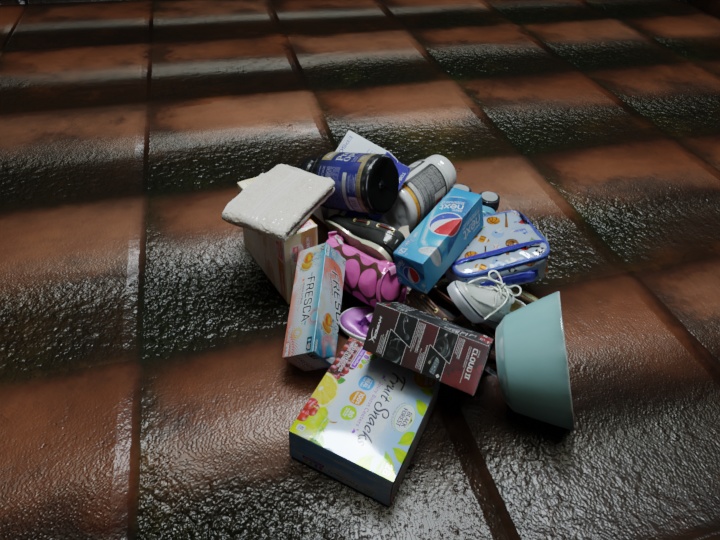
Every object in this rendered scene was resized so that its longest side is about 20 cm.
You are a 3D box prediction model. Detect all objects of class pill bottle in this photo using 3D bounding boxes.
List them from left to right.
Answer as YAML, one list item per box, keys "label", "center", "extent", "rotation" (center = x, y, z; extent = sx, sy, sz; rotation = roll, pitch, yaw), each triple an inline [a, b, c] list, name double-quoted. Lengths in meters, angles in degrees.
- label: "pill bottle"
  center: [-0.029, -0.175, 1.144]
  extent: [0.196, 0.115, 0.111]
  rotation: [12, 37, 38]
- label: "pill bottle"
  center: [0.126, -0.174, 1.288]
  extent: [0.115, 0.119, 0.199]
  rotation: [28, 46, 27]

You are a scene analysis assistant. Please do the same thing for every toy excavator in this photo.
- label: "toy excavator"
  center: [0.184, -0.088, 1.200]
  extent: [0.189, 0.102, 0.202]
  rotation: [15, 41, 13]

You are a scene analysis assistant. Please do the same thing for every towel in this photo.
- label: "towel"
  center: [-0.140, -0.128, 1.038]
  extent: [0.129, 0.035, 0.201]
  rotation: [18, 42, 17]

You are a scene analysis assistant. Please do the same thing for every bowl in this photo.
- label: "bowl"
  center: [0.266, 0.139, 0.893]
  extent: [0.102, 0.205, 0.203]
  rotation: [-6, 36, 19]

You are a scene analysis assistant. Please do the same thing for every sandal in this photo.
- label: "sandal"
  center: [0.058, 0.096, 1.017]
  extent: [0.197, 0.051, 0.083]
  rotation: [15, 41, 13]

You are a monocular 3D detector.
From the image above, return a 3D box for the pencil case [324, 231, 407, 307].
- label: "pencil case"
  center: [0.000, 0.000, 1.059]
  extent: [0.089, 0.097, 0.198]
  rotation: [-7, 23, -41]

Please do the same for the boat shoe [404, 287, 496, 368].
- label: "boat shoe"
  center: [0.165, 0.090, 0.989]
  extent: [0.196, 0.072, 0.070]
  rotation: [30, 25, 9]

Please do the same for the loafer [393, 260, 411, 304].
- label: "loafer"
  center: [0.066, -0.006, 1.121]
  extent: [0.072, 0.072, 0.200]
  rotation: [-23, 47, -28]

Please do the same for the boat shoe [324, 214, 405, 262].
- label: "boat shoe"
  center: [0.006, -0.071, 1.119]
  extent: [0.199, 0.074, 0.064]
  rotation: [26, 72, 45]

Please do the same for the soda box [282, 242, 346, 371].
- label: "soda box"
  center: [-0.075, 0.059, 0.976]
  extent: [0.067, 0.063, 0.205]
  rotation: [-14, 55, 31]

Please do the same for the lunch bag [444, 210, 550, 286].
- label: "lunch bag"
  center: [0.243, -0.032, 1.058]
  extent: [0.194, 0.077, 0.162]
  rotation: [-14, 39, -4]

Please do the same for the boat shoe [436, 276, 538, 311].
- label: "boat shoe"
  center: [0.242, 0.042, 1.084]
  extent: [0.194, 0.074, 0.076]
  rotation: [16, 30, 15]

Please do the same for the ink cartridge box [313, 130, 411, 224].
- label: "ink cartridge box"
  center: [-0.014, -0.177, 1.233]
  extent: [0.199, 0.040, 0.202]
  rotation: [36, 94, 42]

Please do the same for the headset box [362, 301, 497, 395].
- label: "headset box"
  center: [0.118, 0.117, 0.893]
  extent: [0.195, 0.079, 0.148]
  rotation: [21, 4, 15]

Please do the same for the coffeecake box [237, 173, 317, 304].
- label: "coffeecake box"
  center: [-0.158, -0.064, 1.110]
  extent: [0.072, 0.157, 0.200]
  rotation: [-21, 46, -26]

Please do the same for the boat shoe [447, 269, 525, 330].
- label: "boat shoe"
  center: [0.225, 0.047, 0.960]
  extent: [0.200, 0.086, 0.076]
  rotation: [27, 30, -42]

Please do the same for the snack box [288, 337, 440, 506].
- label: "snack box"
  center: [0.012, 0.214, 0.862]
  extent: [0.165, 0.069, 0.201]
  rotation: [20, 44, 18]

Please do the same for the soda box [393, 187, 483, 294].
- label: "soda box"
  center: [0.139, -0.055, 1.003]
  extent: [0.063, 0.069, 0.200]
  rotation: [19, 51, 33]
